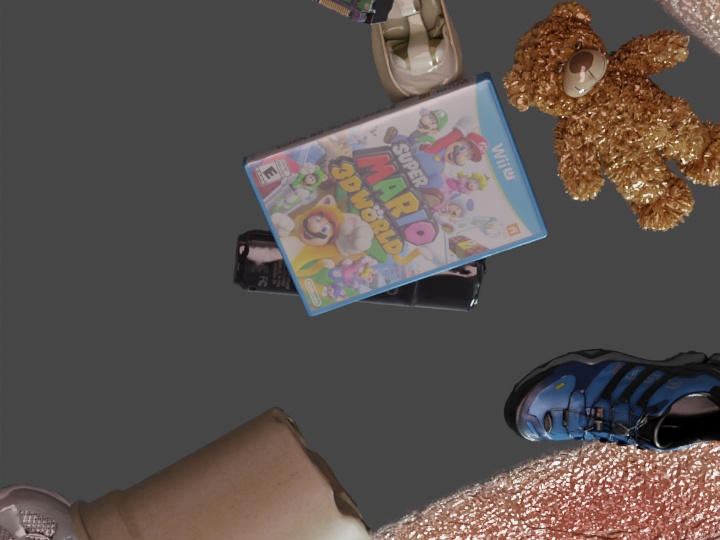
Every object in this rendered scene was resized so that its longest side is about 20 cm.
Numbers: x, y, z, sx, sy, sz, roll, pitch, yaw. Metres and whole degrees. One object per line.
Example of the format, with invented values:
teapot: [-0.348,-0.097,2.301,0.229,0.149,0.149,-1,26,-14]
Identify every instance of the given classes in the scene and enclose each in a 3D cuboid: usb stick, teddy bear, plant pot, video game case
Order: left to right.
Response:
plant pot: [-0.099,0.215,1.768,0.183,0.200,0.201,-36,111,0]
usb stick: [0.000,0.000,1.753,0.200,0.033,0.056,5,120,-6]
video game case: [0.028,-0.057,1.695,0.200,0.018,0.143,-19,116,8]
teddy bear: [0.204,-0.116,1.695,0.145,0.067,0.200,-28,112,6]

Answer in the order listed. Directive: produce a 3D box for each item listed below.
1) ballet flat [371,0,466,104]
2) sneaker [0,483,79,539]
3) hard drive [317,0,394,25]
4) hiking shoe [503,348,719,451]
ballet flat: [0.037,-0.188,1.656,0.069,0.069,0.200,-14,114,3]
sneaker: [-0.240,0.260,1.824,0.075,0.082,0.200,-33,111,11]
hard drive: [-0.013,-0.294,1.585,0.140,0.038,0.200,28,112,24]
hiking shoe: [0.216,0.108,1.781,0.200,0.087,0.075,-8,114,0]
